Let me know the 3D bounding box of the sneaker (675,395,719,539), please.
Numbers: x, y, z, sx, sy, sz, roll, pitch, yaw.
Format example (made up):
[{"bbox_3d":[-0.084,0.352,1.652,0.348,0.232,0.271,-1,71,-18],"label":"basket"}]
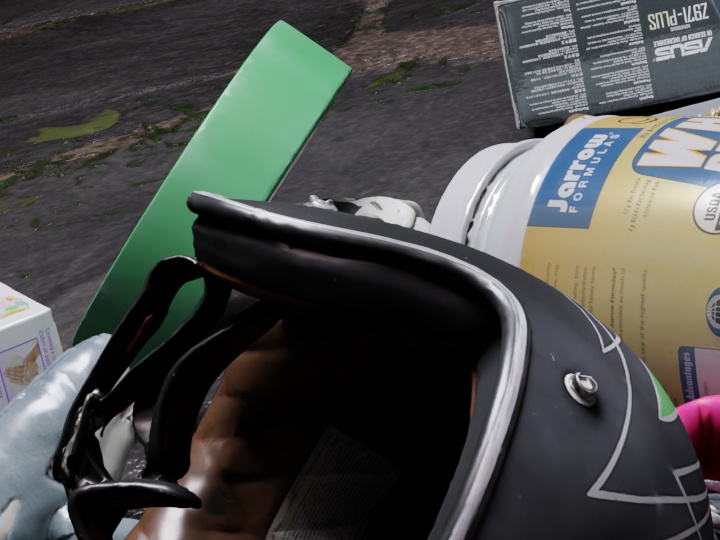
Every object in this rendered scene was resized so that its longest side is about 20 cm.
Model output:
[{"bbox_3d":[0.125,0.108,0.555,0.080,0.075,0.200,-14,19,-3],"label":"sneaker"}]

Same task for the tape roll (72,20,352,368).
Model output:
[{"bbox_3d":[-0.076,-0.032,0.932,0.201,0.048,0.200,-57,4,6],"label":"tape roll"}]

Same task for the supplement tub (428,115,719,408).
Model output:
[{"bbox_3d":[0.137,0.012,0.711,0.198,0.146,0.144,4,25,40],"label":"supplement tub"}]

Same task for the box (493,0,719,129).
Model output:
[{"bbox_3d":[0.198,-0.159,1.204,0.198,0.087,0.164,-11,7,9],"label":"box"}]

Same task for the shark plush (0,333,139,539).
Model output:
[{"bbox_3d":[-0.183,0.099,0.767,0.198,0.084,0.091,-20,20,-19],"label":"shark plush"}]

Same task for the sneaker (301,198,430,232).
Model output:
[{"bbox_3d":[0.000,0.000,0.926,0.087,0.075,0.200,-13,20,8],"label":"sneaker"}]

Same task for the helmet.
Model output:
[{"bbox_3d":[0.009,0.082,0.524,0.189,0.202,0.200,26,34,21],"label":"helmet"}]

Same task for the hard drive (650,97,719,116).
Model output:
[{"bbox_3d":[0.228,-0.073,1.069,0.198,0.033,0.140,-15,19,-6],"label":"hard drive"}]

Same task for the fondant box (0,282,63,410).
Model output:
[{"bbox_3d":[-0.274,0.066,0.964,0.199,0.059,0.144,-24,22,-26],"label":"fondant box"}]

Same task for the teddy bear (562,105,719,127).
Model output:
[{"bbox_3d":[0.163,-0.038,0.916,0.144,0.067,0.200,-33,35,-16],"label":"teddy bear"}]
